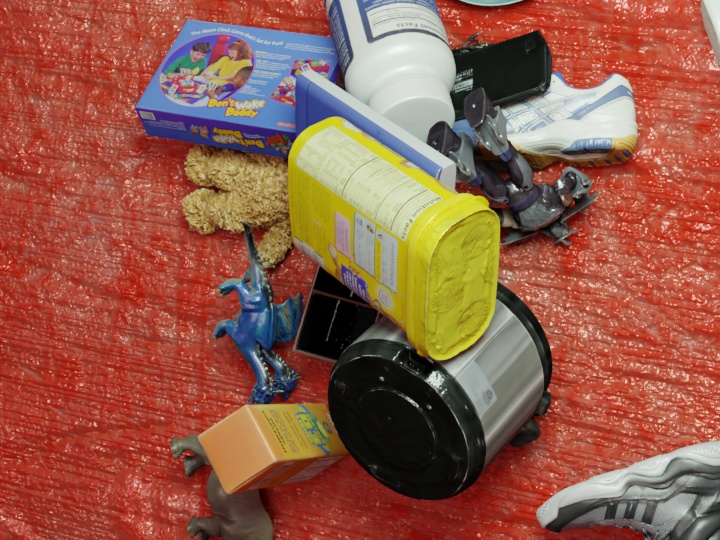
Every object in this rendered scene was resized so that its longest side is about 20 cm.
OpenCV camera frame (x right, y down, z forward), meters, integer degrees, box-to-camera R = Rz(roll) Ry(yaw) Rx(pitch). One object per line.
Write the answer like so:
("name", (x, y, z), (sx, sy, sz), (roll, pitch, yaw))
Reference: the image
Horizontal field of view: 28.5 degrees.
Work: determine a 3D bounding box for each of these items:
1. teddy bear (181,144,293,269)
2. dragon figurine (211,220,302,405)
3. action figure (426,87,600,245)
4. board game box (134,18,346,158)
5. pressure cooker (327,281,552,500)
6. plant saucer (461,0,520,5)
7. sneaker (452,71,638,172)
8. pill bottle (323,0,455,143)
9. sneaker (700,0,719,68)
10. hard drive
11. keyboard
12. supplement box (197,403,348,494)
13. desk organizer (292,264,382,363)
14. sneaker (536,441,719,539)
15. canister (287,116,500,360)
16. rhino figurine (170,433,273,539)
("teddy bear", (-0.107, -0.080, 1.508), (0.199, 0.067, 0.146), (25, 99, 22))
("dragon figurine", (-0.098, 0.047, 1.484), (0.099, 0.059, 0.202), (26, 116, 27))
("action figure", (0.145, -0.079, 1.358), (0.130, 0.200, 0.070), (-34, 38, 22))
("board game box", (-0.119, -0.192, 1.493), (0.198, 0.045, 0.135), (11, 57, 22))
("pressure cooker", (0.088, 0.101, 1.356), (0.177, 0.200, 0.177), (20, 131, 28))
("plant saucer", (0.143, -0.367, 1.443), (0.198, 0.027, 0.202), (-1, 86, 22))
("sneaker", (0.175, -0.149, 1.404), (0.198, 0.075, 0.089), (-1, 76, 15))
("pill bottle", (0.032, -0.218, 1.399), (0.110, 0.111, 0.201), (-26, 54, 19))
("sneaker", (0.363, -0.260, 1.331), (0.088, 0.075, 0.202), (-14, 81, 8))
("hard drive", (0.010, -0.090, 1.345), (0.200, 0.025, 0.133), (37, 141, 35))
("keyboard", (0.106, -0.187, 1.433), (0.198, 0.040, 0.105), (-13, 56, 28))
("supplement box", (-0.082, 0.174, 1.414), (0.069, 0.200, 0.067), (-34, 76, 13))
("desk organizer", (0.000, 0.000, 1.455), (0.071, 0.077, 0.202), (18, 94, 22))
("sneaker", (0.269, 0.239, 1.336), (0.199, 0.075, 0.115), (-21, 77, 17))
("canister", (0.025, -0.034, 1.261), (0.200, 0.086, 0.150), (37, 141, 37))
("rhino figurine", (-0.137, 0.267, 1.507), (0.087, 0.060, 0.202), (-14, 86, 10))
